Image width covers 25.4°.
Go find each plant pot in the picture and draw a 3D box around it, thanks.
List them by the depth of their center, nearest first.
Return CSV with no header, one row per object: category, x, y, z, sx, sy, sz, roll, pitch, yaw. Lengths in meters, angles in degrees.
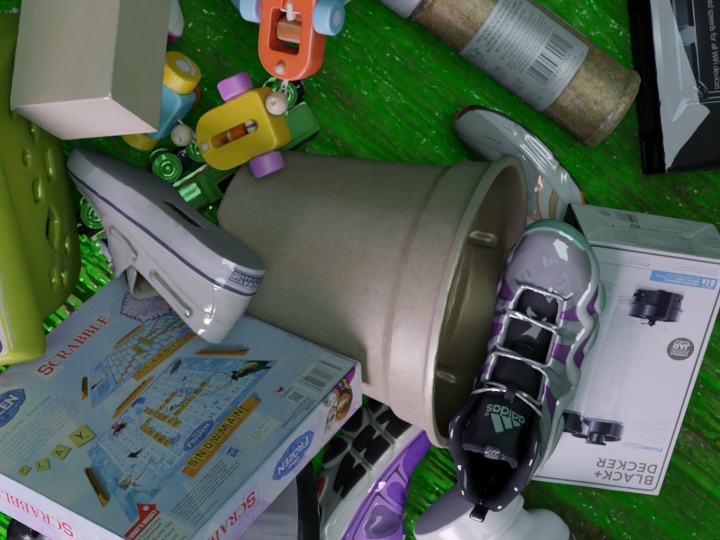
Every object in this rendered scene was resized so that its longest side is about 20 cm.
plant pot,-0.298,-0.036,1.030,0.197,0.182,0.201,-9,116,-1
plant pot,0.000,0.000,1.104,0.181,0.200,0.203,14,91,18

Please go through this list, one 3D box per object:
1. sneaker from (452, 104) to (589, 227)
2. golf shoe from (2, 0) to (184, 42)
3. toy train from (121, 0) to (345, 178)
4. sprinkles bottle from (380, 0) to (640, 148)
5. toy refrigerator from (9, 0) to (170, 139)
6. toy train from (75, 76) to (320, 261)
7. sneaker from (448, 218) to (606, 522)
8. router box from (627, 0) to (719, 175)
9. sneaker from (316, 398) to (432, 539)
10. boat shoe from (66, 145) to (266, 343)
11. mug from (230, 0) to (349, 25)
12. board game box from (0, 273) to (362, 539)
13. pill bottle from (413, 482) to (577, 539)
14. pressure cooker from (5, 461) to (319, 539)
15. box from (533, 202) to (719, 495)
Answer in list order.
sneaker,0.127,-0.032,1.183,0.092,0.076,0.200,-42,96,0
golf shoe,-0.213,-0.153,1.127,0.199,0.075,0.092,-36,100,-4
toy train,-0.093,-0.145,1.073,0.198,0.055,0.152,10,109,28
sprinkles bottle,0.110,-0.172,1.174,0.199,0.068,0.069,34,88,-9
toy refrigerator,-0.166,-0.191,1.027,0.075,0.070,0.203,-3,75,22
toy train,-0.118,-0.073,1.161,0.199,0.042,0.057,-33,108,-5
sneaker,0.106,0.077,1.060,0.077,0.140,0.202,13,117,17
router box,0.286,-0.180,1.207,0.155,0.052,0.203,-6,93,-9
sneaker,0.007,0.174,1.184,0.083,0.081,0.201,30,95,-25
boat shoe,-0.142,-0.017,1.065,0.071,0.199,0.070,12,109,-52
mug,-0.041,-0.231,1.094,0.151,0.185,0.115,-27,102,37
board game box,-0.134,0.095,1.015,0.200,0.198,0.042,-43,143,-39
pill bottle,0.128,0.248,1.175,0.110,0.111,0.201,-36,97,-5
pressure cooker,-0.140,0.186,1.087,0.197,0.179,0.177,7,123,-18
box,0.185,0.060,1.160,0.115,0.060,0.202,9,117,-9
